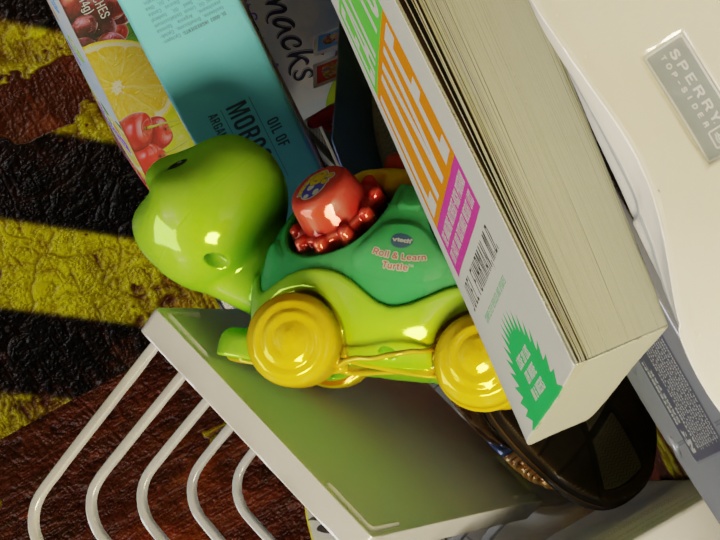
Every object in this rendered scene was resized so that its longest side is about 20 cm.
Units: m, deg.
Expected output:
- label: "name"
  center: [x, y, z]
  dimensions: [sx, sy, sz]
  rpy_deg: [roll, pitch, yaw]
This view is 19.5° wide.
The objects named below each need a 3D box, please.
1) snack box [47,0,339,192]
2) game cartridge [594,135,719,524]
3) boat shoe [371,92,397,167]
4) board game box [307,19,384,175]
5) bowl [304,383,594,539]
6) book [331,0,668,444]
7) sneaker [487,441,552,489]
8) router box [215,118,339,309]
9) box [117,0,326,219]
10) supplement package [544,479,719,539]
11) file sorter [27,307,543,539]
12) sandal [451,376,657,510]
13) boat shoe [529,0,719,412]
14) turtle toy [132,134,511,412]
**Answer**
- label: "snack box"
  center: [-0.077, -0.158, 1.086]
  dimensions: [0.068, 0.168, 0.201]
  rpy_deg: [51, 168, 43]
- label: "game cartridge"
  center: [0.116, 0.006, 0.826]
  dimensions: [0.201, 0.041, 0.133]
  rpy_deg: [61, 171, 8]
- label: "boat shoe"
  center: [0.060, -0.036, 0.972]
  dimensions: [0.062, 0.072, 0.202]
  rpy_deg: [-28, -75, -53]
- label: "board game box"
  center: [0.014, -0.043, 1.031]
  dimensions: [0.158, 0.039, 0.201]
  rpy_deg: [52, -154, -34]
- label: "bowl"
  center: [0.077, 0.121, 1.183]
  dimensions: [0.202, 0.200, 0.094]
  rpy_deg: [59, 140, 21]
- label: "book"
  center: [0.037, -0.050, 0.709]
  dimensions: [0.134, 0.048, 0.201]
  rpy_deg: [102, 146, -74]
- label: "sneaker"
  center: [0.078, 0.023, 1.144]
  dimensions: [0.201, 0.075, 0.088]
  rpy_deg: [60, -164, 1]
- label: "router box"
  center: [-0.037, -0.055, 1.261]
  dimensions: [0.201, 0.156, 0.052]
  rpy_deg: [63, 174, -19]
- label: "box"
  center: [-0.062, -0.087, 0.968]
  dimensions: [0.083, 0.049, 0.201]
  rpy_deg: [-113, -2, -51]
- label: "supplement package"
  center: [0.137, 0.179, 1.005]
  dimensions: [0.120, 0.121, 0.200]
  rpy_deg: [61, 174, 3]
- label: "file sorter"
  center: [-0.034, 0.109, 0.971]
  dimensions: [0.139, 0.125, 0.200]
  rpy_deg: [45, -163, 19]
- label: "sandal"
  center: [0.070, 0.055, 1.052]
  dimensions: [0.200, 0.081, 0.055]
  rpy_deg: [36, 141, 31]
- label: "boat shoe"
  center: [0.106, -0.028, 0.627]
  dimensions: [0.201, 0.072, 0.068]
  rpy_deg: [57, -168, 4]
- label: "turtle toy"
  center: [0.000, 0.000, 0.875]
  dimensions: [0.146, 0.198, 0.102]
  rpy_deg: [24, -107, -82]
